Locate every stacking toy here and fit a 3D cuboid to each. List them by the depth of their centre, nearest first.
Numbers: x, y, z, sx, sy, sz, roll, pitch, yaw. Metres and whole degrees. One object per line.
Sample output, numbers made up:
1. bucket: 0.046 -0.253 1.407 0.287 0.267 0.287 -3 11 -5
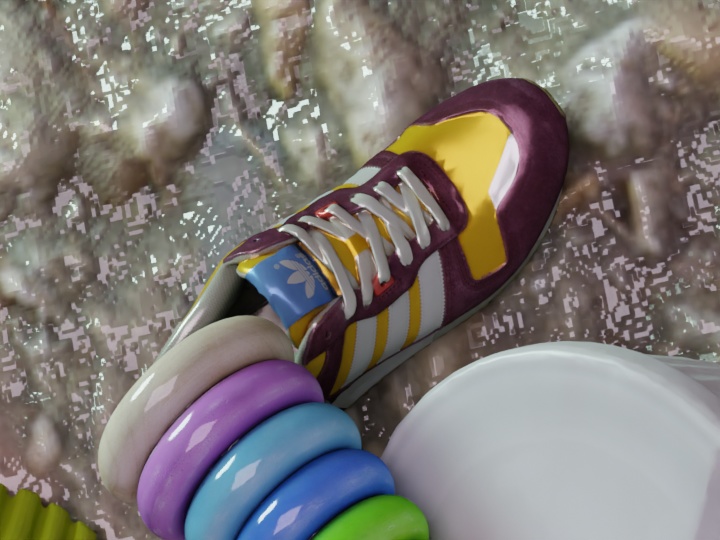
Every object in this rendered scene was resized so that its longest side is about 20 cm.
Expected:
1. stacking toy: 0.000 0.109 0.809 0.085 0.085 0.200 -48 68 6

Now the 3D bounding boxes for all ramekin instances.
1. ramekin: 0.101 0.121 0.828 0.202 0.094 0.202 5 97 41

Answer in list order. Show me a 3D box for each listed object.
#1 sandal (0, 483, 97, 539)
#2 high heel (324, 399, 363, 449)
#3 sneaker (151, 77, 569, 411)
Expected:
1. sandal: -0.185 0.131 0.966 0.200 0.079 0.087 18 125 11
2. high heel: -0.090 0.117 0.881 0.200 0.071 0.143 1 101 -24
3. sneaker: 0.000 0.000 0.908 0.200 0.090 0.075 -46 73 7
